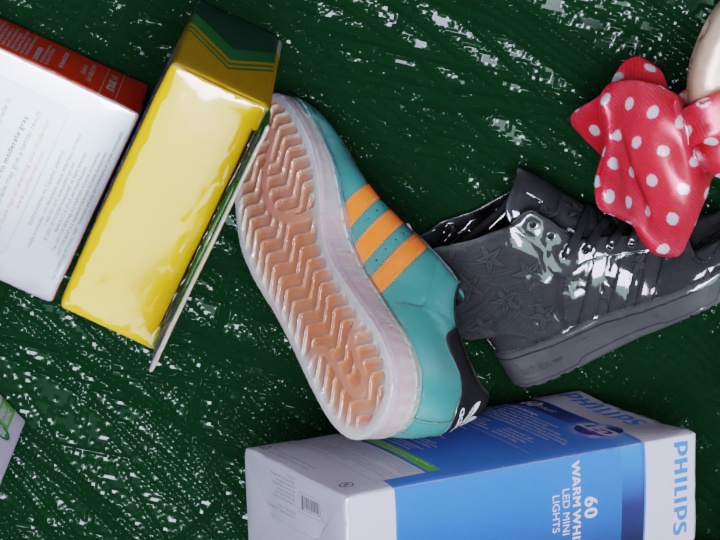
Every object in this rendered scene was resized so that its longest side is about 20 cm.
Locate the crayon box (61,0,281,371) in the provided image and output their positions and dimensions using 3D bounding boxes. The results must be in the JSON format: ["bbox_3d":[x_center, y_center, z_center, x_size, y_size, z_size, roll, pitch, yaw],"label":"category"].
[{"bbox_3d":[-0.087,-0.046,1.050,0.051,0.200,0.126,25,104,-8],"label":"crayon box"}]

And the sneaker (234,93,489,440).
[{"bbox_3d":[0.000,0.000,1.101,0.080,0.200,0.071,7,139,-40],"label":"sneaker"}]

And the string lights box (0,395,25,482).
[{"bbox_3d":[-0.262,0.038,1.122,0.059,0.103,0.200,-38,104,10],"label":"string lights box"}]

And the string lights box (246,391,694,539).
[{"bbox_3d":[0.055,0.110,1.099,0.199,0.103,0.059,-7,102,-28],"label":"string lights box"}]

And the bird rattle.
[{"bbox_3d":[0.203,-0.089,1.062,0.163,0.113,0.200,26,89,-3],"label":"bird rattle"}]

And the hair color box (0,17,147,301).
[{"bbox_3d":[-0.219,-0.080,1.110,0.200,0.064,0.111,25,106,-9],"label":"hair color box"}]

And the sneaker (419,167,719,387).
[{"bbox_3d":[0.108,-0.011,1.134,0.199,0.060,0.104,-29,107,18],"label":"sneaker"}]
